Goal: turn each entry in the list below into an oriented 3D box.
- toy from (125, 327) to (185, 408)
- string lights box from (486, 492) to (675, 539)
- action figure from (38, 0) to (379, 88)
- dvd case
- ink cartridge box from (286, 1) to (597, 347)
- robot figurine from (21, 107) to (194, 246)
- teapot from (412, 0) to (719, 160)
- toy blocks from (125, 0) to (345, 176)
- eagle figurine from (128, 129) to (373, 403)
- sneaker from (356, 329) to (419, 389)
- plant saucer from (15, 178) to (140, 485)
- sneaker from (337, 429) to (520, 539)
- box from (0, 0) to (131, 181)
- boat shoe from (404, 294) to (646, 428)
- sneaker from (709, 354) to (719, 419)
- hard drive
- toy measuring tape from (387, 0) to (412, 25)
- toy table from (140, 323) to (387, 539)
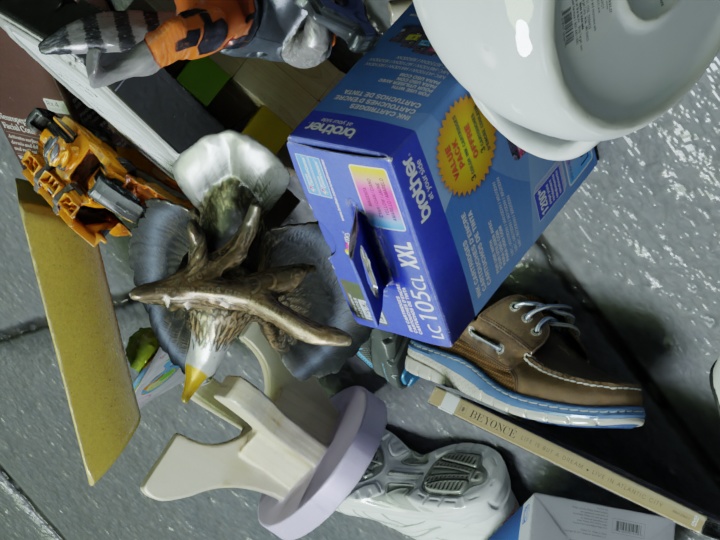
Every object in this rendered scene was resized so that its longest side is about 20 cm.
[{"bbox_3d":[-0.142,0.051,1.487,0.047,0.115,0.200,52,150,5],"label":"toy"},{"bbox_3d":[0.141,0.219,1.364,0.102,0.059,0.200,11,156,-7],"label":"string lights box"},{"bbox_3d":[-0.083,-0.170,1.084,0.105,0.193,0.201,-61,41,41],"label":"action figure"},{"bbox_3d":[0.155,0.131,1.267,0.199,0.016,0.149,24,179,26],"label":"dvd case"},{"bbox_3d":[0.041,-0.056,1.064,0.076,0.200,0.137,14,139,37],"label":"ink cartridge box"},{"bbox_3d":[-0.148,-0.041,1.310,0.200,0.058,0.145,28,-168,-49],"label":"robot figurine"},{"bbox_3d":[0.087,-0.162,0.911,0.146,0.201,0.197,26,-173,38],"label":"teapot"},{"bbox_3d":[-0.086,-0.128,1.238,0.200,0.100,0.137,40,162,-11],"label":"toy blocks"},{"bbox_3d":[-0.077,0.011,1.172,0.152,0.151,0.200,54,-175,3],"label":"eagle figurine"},{"bbox_3d":[0.000,0.000,1.301,0.082,0.073,0.201,26,144,28],"label":"sneaker"},{"bbox_3d":[-0.201,0.033,1.385,0.200,0.048,0.201,-143,39,-76],"label":"plant saucer"},{"bbox_3d":[0.042,0.182,1.476,0.199,0.078,0.100,7,138,45],"label":"sneaker"},{"bbox_3d":[-0.221,-0.153,1.365,0.100,0.075,0.201,13,136,41],"label":"box"},{"bbox_3d":[0.104,0.052,1.236,0.199,0.072,0.073,15,96,46],"label":"boat shoe"},{"bbox_3d":[0.279,0.101,1.119,0.199,0.081,0.115,44,153,12],"label":"sneaker"},{"bbox_3d":[-0.139,-0.105,1.196,0.140,0.038,0.200,32,172,47],"label":"hard drive"},{"bbox_3d":[0.041,-0.071,1.168,0.073,0.074,0.201,25,145,27],"label":"toy measuring tape"},{"bbox_3d":[-0.068,0.118,1.436,0.117,0.184,0.200,36,157,-10],"label":"toy table"}]
